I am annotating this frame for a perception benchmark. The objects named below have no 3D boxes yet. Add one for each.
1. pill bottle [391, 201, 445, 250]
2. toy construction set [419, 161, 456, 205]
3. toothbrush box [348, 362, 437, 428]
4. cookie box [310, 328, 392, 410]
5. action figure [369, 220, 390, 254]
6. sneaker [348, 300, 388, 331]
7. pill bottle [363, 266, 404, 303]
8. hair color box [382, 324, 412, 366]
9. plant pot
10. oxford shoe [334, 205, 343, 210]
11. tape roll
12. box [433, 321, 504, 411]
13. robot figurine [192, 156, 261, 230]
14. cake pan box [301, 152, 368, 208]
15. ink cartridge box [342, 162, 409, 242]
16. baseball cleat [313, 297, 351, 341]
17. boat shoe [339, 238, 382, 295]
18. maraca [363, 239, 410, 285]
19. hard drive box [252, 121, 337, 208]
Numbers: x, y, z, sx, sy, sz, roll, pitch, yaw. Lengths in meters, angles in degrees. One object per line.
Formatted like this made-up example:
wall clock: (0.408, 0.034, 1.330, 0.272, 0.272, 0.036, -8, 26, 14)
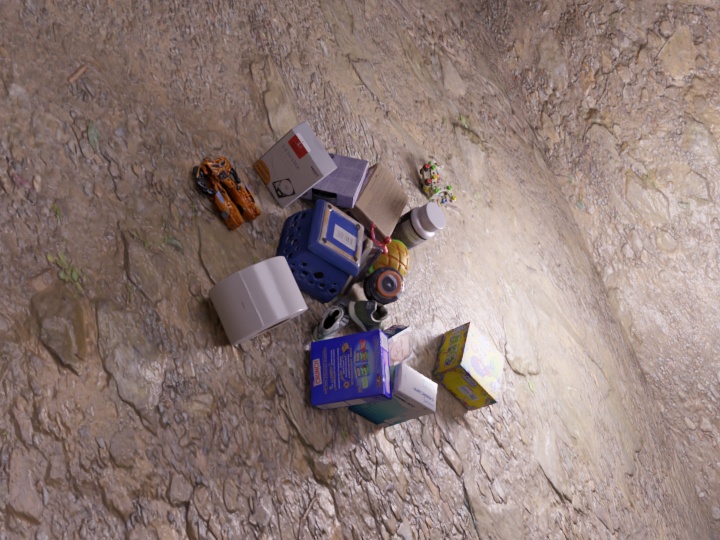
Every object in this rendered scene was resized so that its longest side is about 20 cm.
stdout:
pill bottle: (0.179, -0.142, 1.953, 0.113, 0.199, 0.116, 24, 52, -35)
toy construction set: (0.297, -0.352, 2.282, 0.129, 0.093, 0.203, 3, 55, -18)
toothbrush box: (0.087, 0.341, 1.579, 0.146, 0.199, 0.086, 33, 47, -27)
cookie box: (-0.026, 0.256, 1.504, 0.075, 0.197, 0.174, 49, 33, -57)
action figure: (0.019, -0.068, 1.741, 0.065, 0.199, 0.100, 26, 49, -34)
sneaker: (0.045, 0.137, 1.687, 0.200, 0.088, 0.068, 43, 43, -54)
pill bottle: (0.069, 0.046, 1.704, 0.104, 0.200, 0.108, 1, 85, -7)
hair color box: (0.075, 0.237, 1.709, 0.199, 0.060, 0.102, -22, 110, -50)
plant pot: (-0.101, -0.062, 1.625, 0.199, 0.179, 0.202, 31, 47, -28)
oxford shoe: (-0.079, -0.183, 1.807, 0.073, 0.070, 0.203, 32, 49, -38)
tape roll: (-0.242, 0.073, 1.386, 0.202, 0.201, 0.141, -22, 85, -50)
box: (0.364, 0.319, 1.946, 0.200, 0.121, 0.194, 44, 42, -19)
robot figurine: (-0.351, -0.214, 1.543, 0.202, 0.058, 0.145, 58, 39, -5)
cake pan box: (-0.084, -0.281, 1.792, 0.181, 0.053, 0.202, 11, 47, 9)
ink cartridge box: (0.052, -0.213, 1.864, 0.165, 0.075, 0.201, 45, 54, -22)
baseball cleat: (-0.059, 0.123, 1.620, 0.069, 0.107, 0.201, 32, 41, 2)
boat shoe: (0.000, 0.000, 1.683, 0.064, 0.202, 0.072, 23, 30, -11)
maraca: (0.078, -0.016, 1.854, 0.199, 0.106, 0.139, -32, 103, -27)
hard drive box: (-0.187, -0.296, 1.654, 0.157, 0.199, 0.077, 54, 40, -7)
